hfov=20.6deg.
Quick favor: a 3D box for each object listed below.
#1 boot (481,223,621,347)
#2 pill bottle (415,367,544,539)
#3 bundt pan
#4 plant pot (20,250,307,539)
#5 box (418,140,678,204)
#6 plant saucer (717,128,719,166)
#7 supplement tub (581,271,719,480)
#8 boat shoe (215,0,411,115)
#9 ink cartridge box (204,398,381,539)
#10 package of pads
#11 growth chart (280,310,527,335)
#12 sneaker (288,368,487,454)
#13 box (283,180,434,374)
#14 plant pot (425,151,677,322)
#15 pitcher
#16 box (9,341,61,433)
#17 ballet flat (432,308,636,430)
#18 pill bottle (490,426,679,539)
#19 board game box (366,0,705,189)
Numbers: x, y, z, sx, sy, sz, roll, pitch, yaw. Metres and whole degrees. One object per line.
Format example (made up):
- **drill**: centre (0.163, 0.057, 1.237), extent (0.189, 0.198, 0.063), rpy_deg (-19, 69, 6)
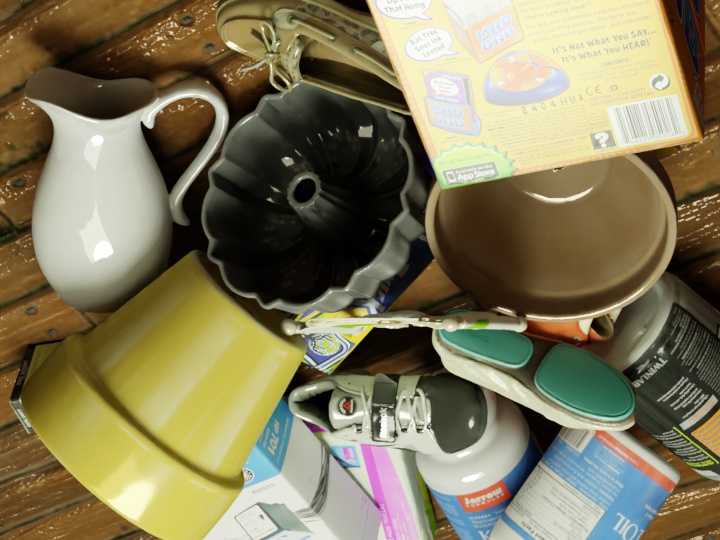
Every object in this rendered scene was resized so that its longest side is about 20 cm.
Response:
- **boot**: centre (0.165, 0.046, 1.714), extent (0.107, 0.075, 0.201), rpy_deg (42, 138, 23)
- **pill bottle**: centre (0.118, 0.187, 1.851), extent (0.111, 0.113, 0.201), rpy_deg (-15, 127, 23)
- **bundt pan**: centre (-0.027, -0.054, 1.621), extent (0.200, 0.204, 0.076), rpy_deg (-19, 153, 25)
- **plant pot**: centre (-0.151, 0.095, 1.665), extent (0.200, 0.201, 0.189), rpy_deg (39, 98, -23)
- **box**: centre (0.147, -0.115, 1.626), extent (0.199, 0.042, 0.119), rpy_deg (-19, 126, 28)
- **plant saucer**: centre (0.390, -0.090, 1.605), extent (0.198, 0.037, 0.202), rpy_deg (6, 133, 6)
- **supplement tub**: centre (0.297, 0.101, 1.735), extent (0.200, 0.123, 0.122), rpy_deg (38, 127, -22)
- **boat shoe**: centre (-0.028, -0.173, 1.569), extent (0.198, 0.063, 0.074), rpy_deg (13, 150, 16)
- **ink cartridge box**: centre (-0.095, 0.214, 1.842), extent (0.146, 0.086, 0.200), rpy_deg (-23, 123, 26)
- **package of pads**: centre (-0.019, 0.207, 1.924), extent (0.153, 0.069, 0.201), rpy_deg (-4, 130, 14)
- **growth chart**: centre (0.036, 0.043, 1.624), extent (0.199, 0.018, 0.144), rpy_deg (-3, 176, 38)
- **sneaker**: centre (0.020, 0.127, 1.751), extent (0.199, 0.088, 0.075), rpy_deg (-1, 91, 42)
- **box**: centre (0.000, 0.000, 1.734), extent (0.064, 0.070, 0.200), rpy_deg (25, 131, -18)
- **plant pot**: centre (0.155, -0.062, 1.583), extent (0.199, 0.093, 0.202), rpy_deg (6, 133, 6)
- **pitcher**: centre (-0.196, -0.070, 1.687), extent (0.170, 0.122, 0.202), rpy_deg (-1, 121, -4)
- **box**: centre (-0.227, 0.100, 1.864), extent (0.198, 0.076, 0.050), rpy_deg (-10, 132, 17)
- **ballet flat**: centre (0.151, 0.090, 1.684), extent (0.199, 0.068, 0.063), rpy_deg (27, 151, 25)
- **pill bottle**: centre (0.186, 0.230, 1.763), extent (0.112, 0.112, 0.201), rpy_deg (34, 91, -20)
- **board game box**: centre (0.130, -0.213, 1.431), extent (0.198, 0.201, 0.201), rpy_deg (-10, 129, 19)
